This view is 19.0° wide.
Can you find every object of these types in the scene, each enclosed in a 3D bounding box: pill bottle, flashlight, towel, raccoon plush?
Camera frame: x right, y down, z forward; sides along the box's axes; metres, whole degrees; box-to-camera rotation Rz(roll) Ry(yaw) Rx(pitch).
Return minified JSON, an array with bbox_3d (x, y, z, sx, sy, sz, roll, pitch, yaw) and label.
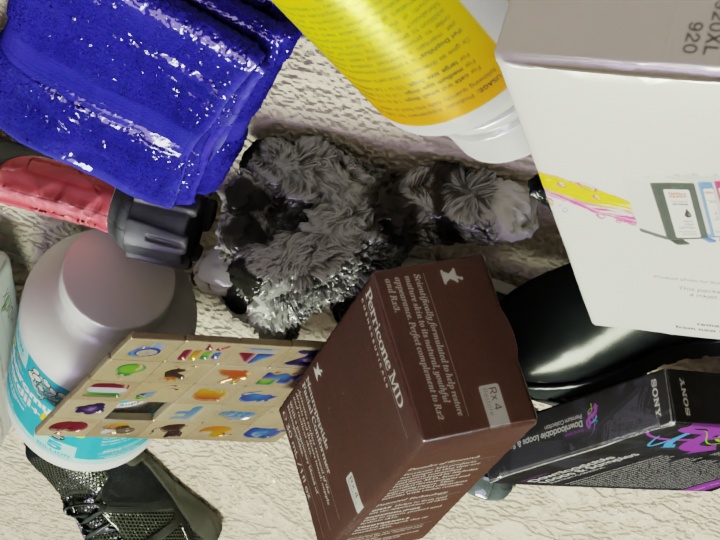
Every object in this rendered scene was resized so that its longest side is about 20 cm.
[{"bbox_3d":[-0.164,0.045,1.360,0.110,0.111,0.200,20,152,-4],"label":"pill bottle"},{"bbox_3d":[-0.189,-0.047,1.255,0.199,0.068,0.068,16,162,9],"label":"flashlight"},{"bbox_3d":[-0.122,-0.104,1.134,0.147,0.050,0.200,21,152,-9],"label":"towel"},{"bbox_3d":[0.000,0.000,1.215,0.199,0.097,0.134,11,159,11],"label":"raccoon plush"},{"bbox_3d":[0.020,-0.134,0.935,0.109,0.110,0.200,-7,143,38],"label":"pill bottle"}]

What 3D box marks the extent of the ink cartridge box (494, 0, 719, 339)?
[{"bbox_3d":[0.160,-0.082,0.908,0.144,0.148,0.200,5,149,22],"label":"ink cartridge box"}]

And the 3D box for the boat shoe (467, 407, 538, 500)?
[{"bbox_3d":[0.055,0.104,1.332,0.072,0.062,0.200,11,177,-15],"label":"boat shoe"}]

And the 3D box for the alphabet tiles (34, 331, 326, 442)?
[{"bbox_3d":[-0.076,0.073,1.300,0.199,0.008,0.167,4,155,-28],"label":"alphabet tiles"}]

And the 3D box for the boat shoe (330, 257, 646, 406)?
[{"bbox_3d":[0.071,0.043,1.273,0.199,0.061,0.074,12,153,11],"label":"boat shoe"}]

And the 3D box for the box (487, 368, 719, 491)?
[{"bbox_3d":[0.188,0.093,1.228,0.199,0.036,0.143,5,159,-42],"label":"box"}]

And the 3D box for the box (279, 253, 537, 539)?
[{"bbox_3d":[0.022,0.081,1.205,0.074,0.101,0.200,-8,157,-23],"label":"box"}]

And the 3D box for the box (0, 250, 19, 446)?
[{"bbox_3d":[-0.344,0.068,1.421,0.198,0.172,0.200,20,152,8],"label":"box"}]

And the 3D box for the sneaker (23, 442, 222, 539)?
[{"bbox_3d":[-0.191,0.200,1.653,0.076,0.115,0.199,-7,141,36],"label":"sneaker"}]

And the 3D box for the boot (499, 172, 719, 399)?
[{"bbox_3d":[0.132,-0.007,1.120,0.197,0.074,0.163,-12,147,22],"label":"boot"}]
